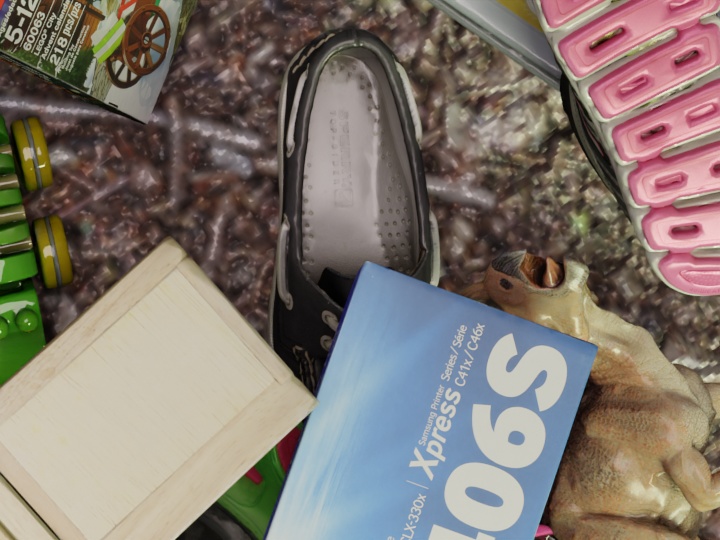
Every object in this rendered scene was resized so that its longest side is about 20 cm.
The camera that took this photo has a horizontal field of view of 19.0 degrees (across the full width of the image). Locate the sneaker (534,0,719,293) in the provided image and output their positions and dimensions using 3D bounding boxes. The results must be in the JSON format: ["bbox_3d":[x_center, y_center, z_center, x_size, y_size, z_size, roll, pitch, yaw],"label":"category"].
[{"bbox_3d":[0.106,-0.091,0.834,0.073,0.088,0.201,-22,111,-1],"label":"sneaker"}]

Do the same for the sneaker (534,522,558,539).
[{"bbox_3d":[0.052,0.112,0.853,0.074,0.087,0.201,-29,109,-33],"label":"sneaker"}]

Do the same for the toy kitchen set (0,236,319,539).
[{"bbox_3d":[-0.090,0.120,0.821,0.180,0.200,0.163,-43,91,-11],"label":"toy kitchen set"}]

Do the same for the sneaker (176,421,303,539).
[{"bbox_3d":[-0.044,0.106,0.887,0.077,0.084,0.201,-36,107,-35],"label":"sneaker"}]

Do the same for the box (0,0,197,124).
[{"bbox_3d":[-0.099,-0.174,0.854,0.038,0.136,0.201,21,88,34],"label":"box"}]

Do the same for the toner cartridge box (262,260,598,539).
[{"bbox_3d":[0.011,0.107,0.792,0.094,0.043,0.201,19,83,-1],"label":"toner cartridge box"}]

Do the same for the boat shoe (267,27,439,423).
[{"bbox_3d":[0.000,0.000,0.890,0.073,0.060,0.202,0,90,-7],"label":"boat shoe"}]

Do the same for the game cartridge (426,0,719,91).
[{"bbox_3d":[0.074,-0.163,0.909,0.199,0.040,0.134,33,84,-2],"label":"game cartridge"}]

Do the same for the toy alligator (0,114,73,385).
[{"bbox_3d":[-0.148,0.004,0.884,0.059,0.054,0.202,-12,91,-11],"label":"toy alligator"}]

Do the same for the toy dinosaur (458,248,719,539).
[{"bbox_3d":[0.103,0.084,0.887,0.134,0.086,0.202,3,102,6],"label":"toy dinosaur"}]
